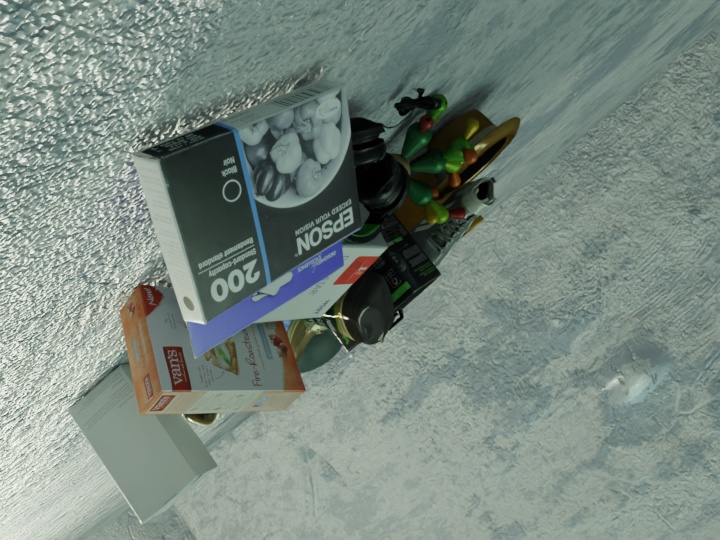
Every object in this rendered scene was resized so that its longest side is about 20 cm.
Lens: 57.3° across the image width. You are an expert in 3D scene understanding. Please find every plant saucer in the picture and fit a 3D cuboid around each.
[{"bbox_3d":[-0.131,0.121,1.302,0.200,0.200,0.039,-33,133,-33],"label":"plant saucer"}]

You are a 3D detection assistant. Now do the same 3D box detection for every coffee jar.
[{"bbox_3d":[-0.049,0.033,0.937,0.086,0.198,0.105,-57,146,-27],"label":"coffee jar"}]

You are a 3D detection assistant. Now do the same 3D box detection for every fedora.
[{"bbox_3d":[0.166,-0.198,1.074,0.200,0.082,0.201,-38,171,-7],"label":"fedora"}]

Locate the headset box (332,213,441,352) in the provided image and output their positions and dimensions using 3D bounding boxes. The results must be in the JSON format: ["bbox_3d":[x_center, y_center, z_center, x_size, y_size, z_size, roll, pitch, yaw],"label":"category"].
[{"bbox_3d":[0.000,0.000,1.014,0.174,0.201,0.092,-43,170,36],"label":"headset box"}]

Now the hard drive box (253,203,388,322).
[{"bbox_3d":[-0.092,-0.012,0.771,0.199,0.077,0.156,-3,145,-46],"label":"hard drive box"}]

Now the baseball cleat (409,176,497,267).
[{"bbox_3d":[0.141,-0.078,1.033,0.201,0.070,0.106,-52,-174,-20],"label":"baseball cleat"}]

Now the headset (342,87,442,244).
[{"bbox_3d":[0.020,-0.121,0.729,0.093,0.124,0.201,4,-126,36],"label":"headset"}]

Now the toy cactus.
[{"bbox_3d":[0.085,-0.139,0.921,0.163,0.103,0.201,-11,139,-4],"label":"toy cactus"}]

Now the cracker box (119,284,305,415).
[{"bbox_3d":[-0.171,0.096,0.780,0.199,0.135,0.058,9,138,-45],"label":"cracker box"}]

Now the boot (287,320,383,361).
[{"bbox_3d":[-0.032,0.092,1.128,0.202,0.153,0.072,-63,174,0],"label":"boot"}]

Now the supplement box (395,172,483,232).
[{"bbox_3d":[0.076,-0.063,1.203,0.196,0.133,0.200,-32,173,-40],"label":"supplement box"}]

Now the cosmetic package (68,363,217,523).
[{"bbox_3d":[-0.317,0.247,0.968,0.112,0.201,0.081,-38,172,5],"label":"cosmetic package"}]

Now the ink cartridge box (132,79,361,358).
[{"bbox_3d":[-0.081,-0.042,0.588,0.197,0.043,0.202,-33,130,-35],"label":"ink cartridge box"}]

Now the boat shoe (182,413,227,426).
[{"bbox_3d":[-0.209,0.174,0.872,0.070,0.070,0.200,-26,155,5],"label":"boat shoe"}]

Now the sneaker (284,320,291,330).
[{"bbox_3d":[-0.160,0.081,1.229,0.197,0.077,0.112,-11,131,-8],"label":"sneaker"}]
